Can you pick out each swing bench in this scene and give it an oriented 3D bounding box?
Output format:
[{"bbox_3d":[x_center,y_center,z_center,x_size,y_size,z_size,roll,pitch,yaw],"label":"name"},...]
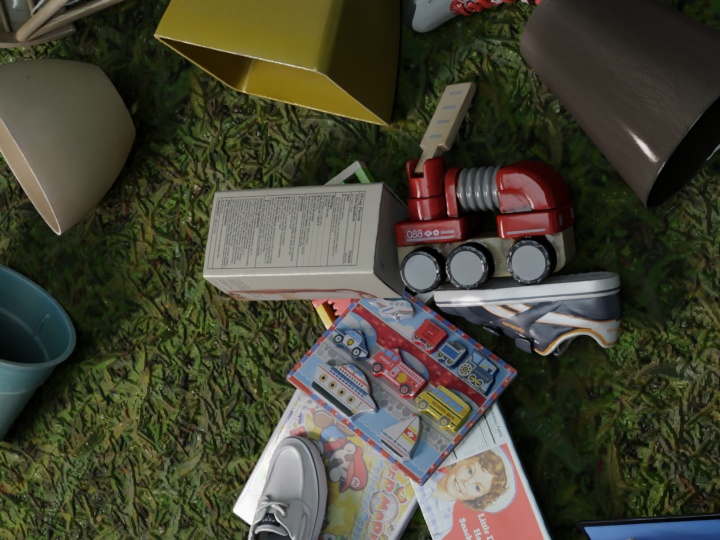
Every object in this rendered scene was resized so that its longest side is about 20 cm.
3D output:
[{"bbox_3d":[-0.364,-0.385,1.707,0.199,0.130,0.200,-22,83,28],"label":"swing bench"}]

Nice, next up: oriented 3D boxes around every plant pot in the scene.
[{"bbox_3d":[-0.063,-0.278,1.545,0.199,0.200,0.177,16,86,23],"label":"plant pot"},{"bbox_3d":[-0.464,0.120,1.729,0.200,0.200,0.197,40,113,18],"label":"plant pot"},{"bbox_3d":[-0.335,-0.161,1.679,0.134,0.200,0.201,-32,75,-15],"label":"plant pot"}]

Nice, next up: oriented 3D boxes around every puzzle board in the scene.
[{"bbox_3d":[0.039,0.106,1.511,0.200,0.017,0.151,35,77,32],"label":"puzzle board"}]

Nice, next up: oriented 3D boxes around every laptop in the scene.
[{"bbox_3d":[0.317,0.327,1.424,0.176,0.103,0.201,-8,88,24],"label":"laptop"}]

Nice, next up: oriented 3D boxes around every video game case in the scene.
[{"bbox_3d":[-0.025,0.231,1.619,0.182,0.023,0.201,33,103,20],"label":"video game case"}]

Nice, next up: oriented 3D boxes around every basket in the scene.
[{"bbox_3d":[0.261,-0.190,1.430,0.200,0.136,0.181,43,105,21],"label":"basket"}]

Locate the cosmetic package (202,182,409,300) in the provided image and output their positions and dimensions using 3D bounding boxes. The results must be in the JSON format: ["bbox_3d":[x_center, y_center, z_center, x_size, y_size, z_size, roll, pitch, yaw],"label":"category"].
[{"bbox_3d":[-0.055,-0.028,1.559,0.199,0.087,0.104,0,71,25],"label":"cosmetic package"}]

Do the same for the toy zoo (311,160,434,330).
[{"bbox_3d":[0.000,0.000,1.605,0.131,0.020,0.201,-34,77,21],"label":"toy zoo"}]

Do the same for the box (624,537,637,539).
[{"bbox_3d":[0.214,0.401,1.377,0.171,0.199,0.200,-25,105,29],"label":"box"}]

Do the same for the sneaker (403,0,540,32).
[{"bbox_3d":[0.142,-0.293,1.513,0.201,0.067,0.108,-45,72,15],"label":"sneaker"}]

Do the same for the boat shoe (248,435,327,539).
[{"bbox_3d":[-0.082,0.272,1.577,0.073,0.065,0.201,-5,72,24],"label":"boat shoe"}]

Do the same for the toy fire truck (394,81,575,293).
[{"bbox_3d":[0.124,-0.090,1.508,0.175,0.129,0.201,-5,99,24],"label":"toy fire truck"}]

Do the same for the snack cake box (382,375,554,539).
[{"bbox_3d":[0.112,0.212,1.519,0.115,0.067,0.201,-21,82,5],"label":"snack cake box"}]

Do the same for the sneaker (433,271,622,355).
[{"bbox_3d":[0.167,0.046,1.501,0.199,0.078,0.080,-2,101,31],"label":"sneaker"}]
